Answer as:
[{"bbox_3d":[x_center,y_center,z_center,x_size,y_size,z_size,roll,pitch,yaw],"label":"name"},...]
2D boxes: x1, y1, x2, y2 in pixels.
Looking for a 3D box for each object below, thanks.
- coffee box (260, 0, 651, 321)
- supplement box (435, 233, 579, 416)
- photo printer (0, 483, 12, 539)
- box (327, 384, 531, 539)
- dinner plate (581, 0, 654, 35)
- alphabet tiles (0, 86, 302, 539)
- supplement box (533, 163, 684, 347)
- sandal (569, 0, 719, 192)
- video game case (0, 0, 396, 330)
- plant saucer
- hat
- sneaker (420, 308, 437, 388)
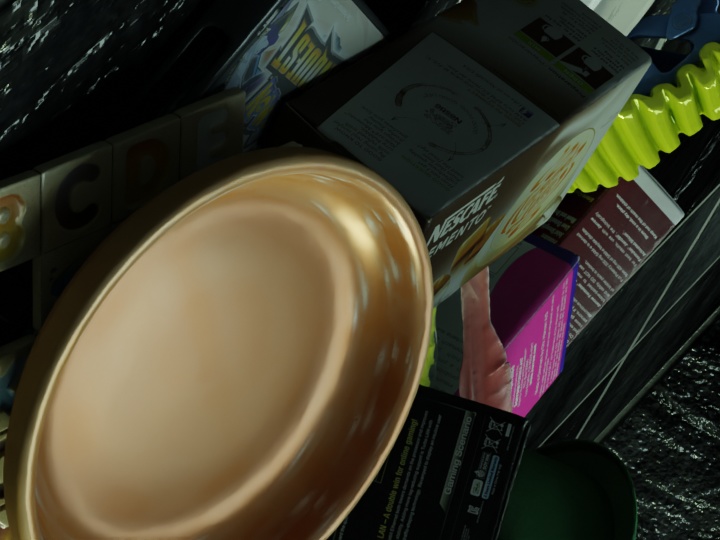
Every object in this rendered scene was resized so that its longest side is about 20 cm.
[{"bbox_3d":[0.030,-0.045,1.016,0.200,0.080,0.114,-35,161,-49],"label":"coffee box"},{"bbox_3d":[0.034,0.063,1.355,0.200,0.101,0.103,-46,152,-38],"label":"supplement box"},{"bbox_3d":[-0.174,0.121,0.934,0.166,0.069,0.200,-32,160,-41],"label":"photo printer"},{"bbox_3d":[-0.032,0.142,1.017,0.086,0.163,0.200,107,-1,-75],"label":"box"},{"bbox_3d":[0.141,-0.155,1.347,0.200,0.024,0.200,-46,167,-14],"label":"dinner plate"},{"bbox_3d":[-0.095,0.026,0.856,0.200,0.008,0.167,-26,132,-41],"label":"alphabet tiles"},{"bbox_3d":[0.108,0.007,1.523,0.200,0.061,0.109,-49,-154,-5],"label":"supplement box"},{"bbox_3d":[0.179,-0.120,1.455,0.200,0.087,0.080,-28,147,-6],"label":"sandal"},{"bbox_3d":[-0.061,-0.044,0.946,0.181,0.025,0.200,-50,168,3],"label":"video game case"},{"bbox_3d":[-0.056,0.043,0.869,0.200,0.037,0.200,-26,131,-34],"label":"plant saucer"},{"bbox_3d":[0.033,0.115,1.215,0.166,0.176,0.200,-6,-126,53],"label":"hat"},{"bbox_3d":[0.000,0.000,1.214,0.074,0.085,0.200,-15,125,-50],"label":"sneaker"}]
